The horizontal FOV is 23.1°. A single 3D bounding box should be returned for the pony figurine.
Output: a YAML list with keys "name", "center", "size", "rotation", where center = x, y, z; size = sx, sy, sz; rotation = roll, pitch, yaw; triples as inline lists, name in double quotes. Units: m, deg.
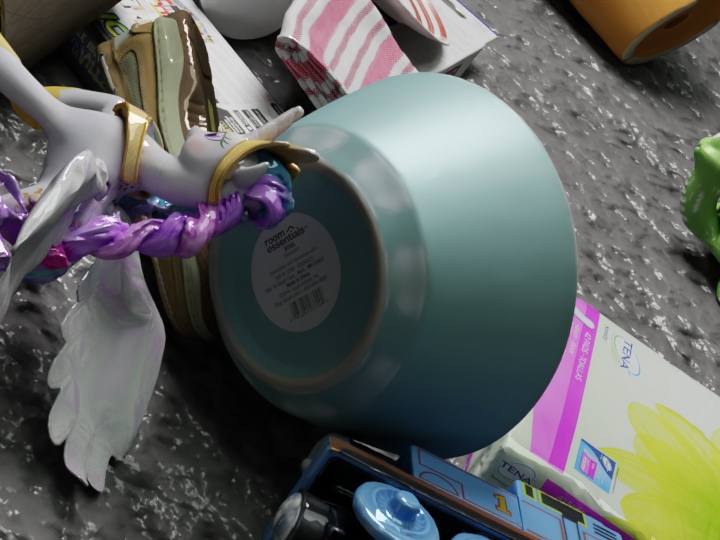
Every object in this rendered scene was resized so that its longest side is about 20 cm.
- name: "pony figurine"
  center: [-0.139, -0.025, 0.821]
  size: [0.198, 0.167, 0.194]
  rotation: [19, 61, 21]

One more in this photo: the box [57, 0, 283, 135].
- name: "box"
  center: [-0.132, -0.138, 1.103]
  size: [0.110, 0.035, 0.201]
  rotation: [-9, 54, -52]

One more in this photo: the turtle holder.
- name: "turtle holder"
  center: [0.339, -0.038, 1.375]
  size: [0.185, 0.132, 0.141]
  rotation: [44, 31, 11]

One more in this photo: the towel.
- name: "towel"
  center: [0.021, -0.108, 1.165]
  size: [0.201, 0.030, 0.147]
  rotation: [53, 26, -20]

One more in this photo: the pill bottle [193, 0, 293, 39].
- name: "pill bottle"
  center: [-0.097, -0.248, 1.216]
  size: [0.110, 0.111, 0.201]
  rotation: [15, 37, -34]

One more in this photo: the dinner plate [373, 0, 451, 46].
- name: "dinner plate"
  center: [-0.001, -0.240, 1.284]
  size: [0.200, 0.024, 0.201]
  rotation: [48, 15, -17]

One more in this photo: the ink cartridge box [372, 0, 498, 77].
- name: "ink cartridge box"
  center: [0.028, -0.176, 1.329]
  size: [0.095, 0.037, 0.200]
  rotation: [41, 32, 7]

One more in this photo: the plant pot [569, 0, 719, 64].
- name: "plant pot"
  center: [0.250, -0.297, 1.599]
  size: [0.199, 0.200, 0.185]
  rotation: [-9, 69, -52]

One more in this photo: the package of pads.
- name: "package of pads"
  center: [0.146, 0.109, 1.031]
  size: [0.154, 0.068, 0.200]
  rotation: [35, 31, -5]

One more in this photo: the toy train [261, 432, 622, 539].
- name: "toy train"
  center: [0.046, 0.146, 0.864]
  size: [0.198, 0.087, 0.115]
  rotation: [27, 22, -14]

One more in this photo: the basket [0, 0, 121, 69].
- name: "basket"
  center: [-0.191, -0.200, 0.985]
  size: [0.200, 0.135, 0.182]
  rotation: [-36, 108, -52]

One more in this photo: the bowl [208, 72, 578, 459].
- name: "bowl"
  center: [0.000, 0.000, 0.887]
  size: [0.104, 0.201, 0.201]
  rotation: [-4, 49, -52]

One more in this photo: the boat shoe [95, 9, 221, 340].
- name: "boat shoe"
  center: [-0.113, -0.047, 0.977]
  size: [0.072, 0.075, 0.202]
  rotation: [67, 11, -58]
